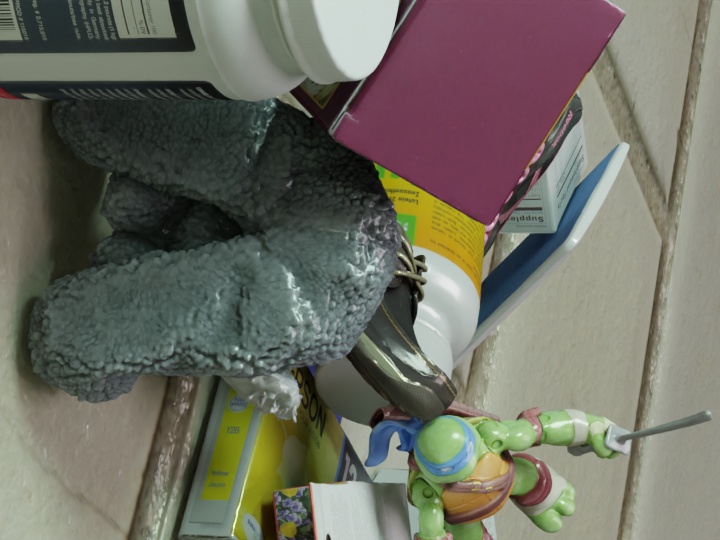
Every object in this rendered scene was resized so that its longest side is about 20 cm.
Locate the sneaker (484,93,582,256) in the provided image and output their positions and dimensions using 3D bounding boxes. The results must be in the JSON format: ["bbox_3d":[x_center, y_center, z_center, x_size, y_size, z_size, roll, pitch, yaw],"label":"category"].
[{"bbox_3d":[0.084,-0.055,1.698,0.200,0.079,0.095,-53,161,27],"label":"sneaker"}]

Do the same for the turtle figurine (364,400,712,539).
[{"bbox_3d":[0.100,0.154,1.487,0.194,0.200,0.144,63,36,-72],"label":"turtle figurine"}]

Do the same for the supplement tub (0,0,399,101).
[{"bbox_3d":[-0.094,-0.149,1.154,0.140,0.200,0.141,2,90,-70],"label":"supplement tub"}]

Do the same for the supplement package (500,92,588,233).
[{"bbox_3d":[0.088,-0.138,1.775,0.114,0.109,0.200,-58,144,-56],"label":"supplement package"}]

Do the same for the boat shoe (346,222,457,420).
[{"bbox_3d":[0.000,0.000,1.450,0.200,0.073,0.075,51,-4,29],"label":"boat shoe"}]

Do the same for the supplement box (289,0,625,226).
[{"bbox_3d":[0.030,-0.127,1.276,0.131,0.103,0.200,-56,-156,9],"label":"supplement box"}]

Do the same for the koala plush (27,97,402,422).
[{"bbox_3d":[-0.060,-0.002,1.330,0.200,0.184,0.178,57,38,-76],"label":"koala plush"}]

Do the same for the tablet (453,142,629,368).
[{"bbox_3d":[0.122,-0.003,1.815,0.200,0.014,0.130,-47,-173,44],"label":"tablet"}]

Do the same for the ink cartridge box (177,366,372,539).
[{"bbox_3d":[-0.042,0.122,1.539,0.198,0.047,0.200,63,37,-52],"label":"ink cartridge box"}]

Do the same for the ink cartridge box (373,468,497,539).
[{"bbox_3d":[0.042,0.259,1.717,0.146,0.083,0.200,-54,141,-57],"label":"ink cartridge box"}]

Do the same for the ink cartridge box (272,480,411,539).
[{"bbox_3d":[-0.014,0.179,1.453,0.200,0.050,0.109,19,64,-72],"label":"ink cartridge box"}]

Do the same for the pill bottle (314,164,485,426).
[{"bbox_3d":[0.021,-0.005,1.564,0.111,0.111,0.200,69,20,-46],"label":"pill bottle"}]
